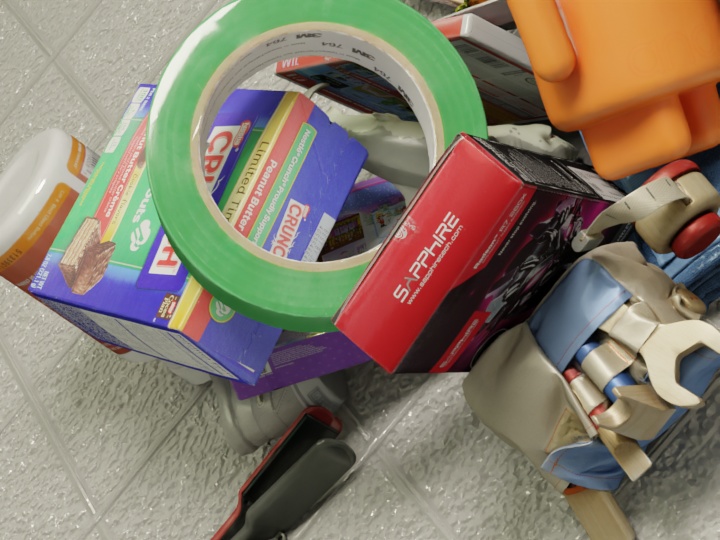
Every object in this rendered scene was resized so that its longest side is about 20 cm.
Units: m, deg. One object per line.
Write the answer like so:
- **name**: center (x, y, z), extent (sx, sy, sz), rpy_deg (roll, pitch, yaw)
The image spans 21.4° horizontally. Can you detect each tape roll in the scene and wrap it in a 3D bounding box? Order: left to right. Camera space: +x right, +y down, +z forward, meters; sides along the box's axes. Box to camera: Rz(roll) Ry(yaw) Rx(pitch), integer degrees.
- **tape roll**: center (-0.026, -0.067, 1.121), extent (0.202, 0.199, 0.048), rpy_deg (-60, -4, -11)

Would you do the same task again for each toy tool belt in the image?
- **toy tool belt**: center (0.156, 0.051, 1.040), extent (0.123, 0.124, 0.201), rpy_deg (51, 125, 22)

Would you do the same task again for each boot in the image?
- **boot**: center (-0.071, 0.036, 1.355), extent (0.095, 0.074, 0.201), rpy_deg (-29, 41, 19)

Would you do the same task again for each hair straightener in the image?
- **hair straightener**: center (-0.076, 0.183, 1.261), extent (0.200, 0.041, 0.077), rpy_deg (-46, 35, 9)

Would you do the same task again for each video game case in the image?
- **video game case**: center (0.055, -0.128, 1.291), extent (0.199, 0.142, 0.018), rpy_deg (-4, 71, 50)

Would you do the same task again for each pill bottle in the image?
- **pill bottle**: center (-0.176, -0.004, 1.392), extent (0.112, 0.199, 0.113), rpy_deg (-41, 26, 26)

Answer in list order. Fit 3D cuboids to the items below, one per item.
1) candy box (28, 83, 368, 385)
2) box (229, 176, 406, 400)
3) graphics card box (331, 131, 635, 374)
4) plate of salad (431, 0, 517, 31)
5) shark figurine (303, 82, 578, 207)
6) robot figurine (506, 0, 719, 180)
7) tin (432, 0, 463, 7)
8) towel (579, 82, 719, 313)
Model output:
- **candy box**: center (-0.108, -0.030, 1.241), extent (0.199, 0.077, 0.170), rpy_deg (10, 69, 51)
- **box**: center (0.000, 0.000, 1.265), extent (0.198, 0.039, 0.138), rpy_deg (-17, 42, 3)
- **graphics card box**: center (0.077, -0.004, 1.062), extent (0.051, 0.200, 0.126), rpy_deg (40, 104, 22)
- **plate of salad**: center (0.124, -0.194, 1.263), extent (0.198, 0.049, 0.200), rpy_deg (-18, 3, 1)
- **shark figurine**: center (0.024, -0.063, 1.242), extent (0.212, 0.128, 0.091), rpy_deg (9, 103, 18)
- **robot figurine**: center (0.146, -0.158, 1.107), extent (0.142, 0.202, 0.117), rpy_deg (-19, 0, -7)
- **tin**: center (0.080, -0.254, 1.446), extent (0.199, 0.042, 0.113), rpy_deg (26, 90, 50)
- **towel**: center (0.199, -0.068, 1.160), extent (0.111, 0.048, 0.201), rpy_deg (-37, 37, 19)
